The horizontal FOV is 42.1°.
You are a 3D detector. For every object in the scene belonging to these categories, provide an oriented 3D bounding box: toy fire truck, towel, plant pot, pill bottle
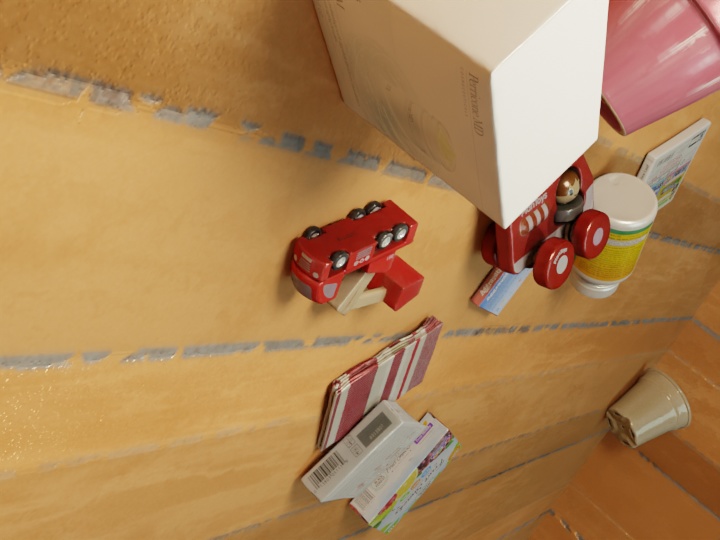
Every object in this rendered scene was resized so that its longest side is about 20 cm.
[{"bbox_3d":[0.000,0.000,0.996,0.199,0.049,0.142,-26,145,-41],"label":"toy fire truck"},{"bbox_3d":[0.025,0.153,1.270,0.199,0.023,0.145,-29,149,-34],"label":"towel"},{"bbox_3d":[0.834,0.420,2.756,0.182,0.201,0.201,-27,148,-18],"label":"plant pot"},{"bbox_3d":[0.331,-0.257,1.054,0.178,0.201,0.200,-37,156,10],"label":"plant pot"},{"bbox_3d":[0.395,-0.049,1.495,0.112,0.113,0.201,-36,151,-26],"label":"pill bottle"},{"bbox_3d":[0.243,-0.086,1.227,0.199,0.112,0.169,-34,132,-32],"label":"toy fire truck"}]

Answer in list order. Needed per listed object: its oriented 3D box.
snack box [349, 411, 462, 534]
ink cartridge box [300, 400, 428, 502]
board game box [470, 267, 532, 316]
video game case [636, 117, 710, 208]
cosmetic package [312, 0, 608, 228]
[{"bbox_3d":[0.079,0.341,1.565,0.200,0.053,0.142,-48,155,-6],"label":"snack box"},{"bbox_3d":[0.012,0.262,1.354,0.163,0.057,0.200,-45,166,3],"label":"ink cartridge box"},{"bbox_3d":[0.243,-0.024,1.391,0.201,0.019,0.103,-54,156,6],"label":"board game box"},{"bbox_3d":[0.537,-0.165,1.675,0.199,0.022,0.183,-30,148,-37],"label":"video game case"},{"bbox_3d":[0.073,-0.172,0.716,0.123,0.200,0.200,-44,153,-12],"label":"cosmetic package"}]
